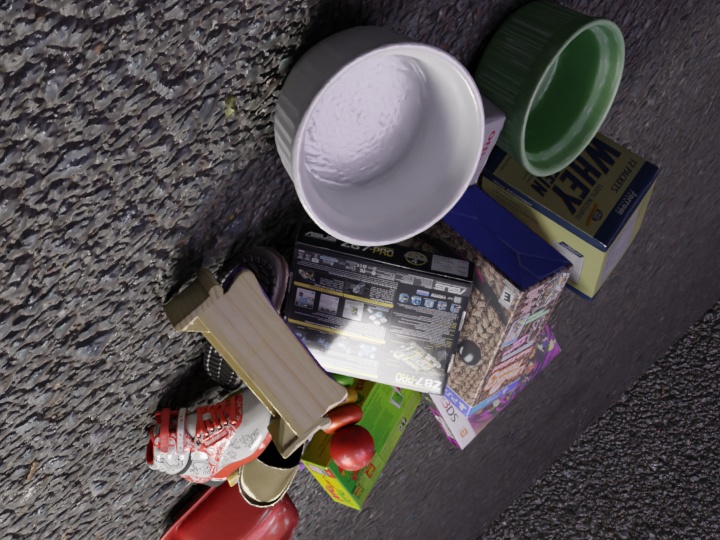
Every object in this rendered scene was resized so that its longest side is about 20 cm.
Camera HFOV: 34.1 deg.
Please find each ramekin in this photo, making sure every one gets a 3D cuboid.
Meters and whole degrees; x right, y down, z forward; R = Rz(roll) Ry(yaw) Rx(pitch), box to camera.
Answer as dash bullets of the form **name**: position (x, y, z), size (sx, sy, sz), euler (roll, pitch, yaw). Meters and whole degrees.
- **ramekin**: position (0.012, -0.135, 1.130), size (0.197, 0.098, 0.204), euler (-12, 121, -20)
- **ramekin**: position (0.223, -0.226, 1.426), size (0.199, 0.097, 0.202), euler (-34, 142, -31)

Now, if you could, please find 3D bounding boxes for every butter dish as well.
- **butter dish**: position (-0.156, 0.367, 1.647), size (0.199, 0.148, 0.201), euler (-45, 157, -11)

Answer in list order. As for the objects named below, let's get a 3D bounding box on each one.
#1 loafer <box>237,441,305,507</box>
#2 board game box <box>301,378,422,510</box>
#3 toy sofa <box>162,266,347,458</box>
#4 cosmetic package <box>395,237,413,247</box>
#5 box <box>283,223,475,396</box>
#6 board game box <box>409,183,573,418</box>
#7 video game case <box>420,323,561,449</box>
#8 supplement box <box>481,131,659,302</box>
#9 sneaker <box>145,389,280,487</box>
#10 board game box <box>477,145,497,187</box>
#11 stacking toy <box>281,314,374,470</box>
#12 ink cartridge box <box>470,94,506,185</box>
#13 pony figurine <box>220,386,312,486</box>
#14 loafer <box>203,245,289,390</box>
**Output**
- **loafer**: position (-0.105, 0.214, 1.387), size (0.068, 0.075, 0.202), euler (-74, -177, -55)
- **board game box**: position (0.010, 0.188, 1.493), size (0.201, 0.047, 0.102), euler (-58, 136, -25)
- **toy sofa**: position (-0.107, 0.086, 1.225), size (0.097, 0.201, 0.083), euler (-40, -159, -5)
- **cosmetic package**: position (0.031, -0.016, 1.402), size (0.199, 0.073, 0.105), euler (-22, 143, -44)
- **box**: position (0.015, 0.046, 1.295), size (0.049, 0.196, 0.163), euler (-76, 177, -58)
- **board game box**: position (0.128, 0.035, 1.358), size (0.096, 0.159, 0.202), euler (-23, 144, -40)
- **video game case**: position (0.159, 0.105, 1.540), size (0.200, 0.036, 0.182), euler (-41, 126, -15)
- **supplement box**: position (0.279, -0.095, 1.610), size (0.135, 0.199, 0.200), euler (-52, 163, -16)
- **sneaker**: position (-0.173, 0.181, 1.342), size (0.107, 0.068, 0.201), euler (20, 137, -25)
- **board game box**: position (0.147, -0.154, 1.541), size (0.104, 0.023, 0.201), euler (-34, 153, -28)
- **stacking toy**: position (-0.036, 0.142, 1.410), size (0.084, 0.203, 0.085), euler (-20, 168, -5)
- **ink cartridge box**: position (0.060, -0.124, 1.342), size (0.199, 0.087, 0.147), euler (-21, 146, -45)
- **pony figurine**: position (-0.095, 0.199, 1.523), size (0.198, 0.167, 0.195), euler (-24, 143, -15)
- **loafer**: position (-0.124, 0.043, 1.309), size (0.071, 0.073, 0.201), euler (-41, 162, -48)
